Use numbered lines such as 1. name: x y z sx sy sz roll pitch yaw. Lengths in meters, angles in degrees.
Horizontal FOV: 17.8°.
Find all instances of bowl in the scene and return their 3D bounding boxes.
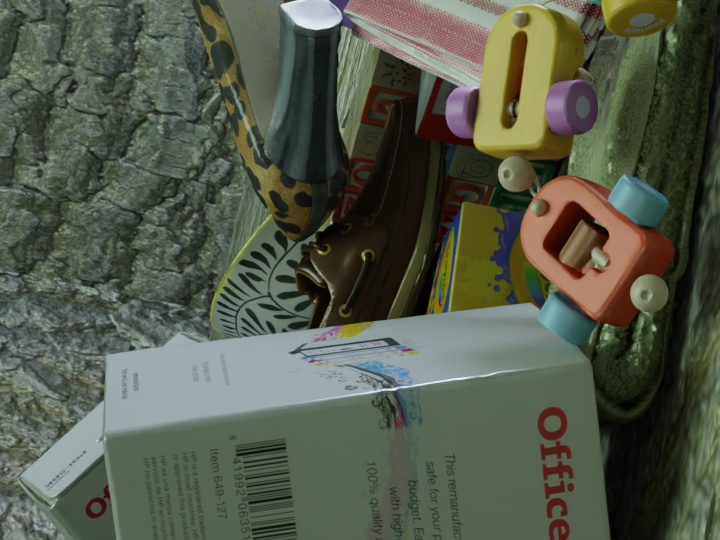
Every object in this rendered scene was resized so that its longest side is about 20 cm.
1. bowl: 0.008 0.002 1.487 0.201 0.094 0.201 -40 -16 -14

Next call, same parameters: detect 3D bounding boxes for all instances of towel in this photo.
1. towel: 0.116 -0.027 1.033 0.148 0.036 0.201 134 146 -79
2. towel: 0.085 -0.177 1.074 0.146 0.030 0.201 30 91 45

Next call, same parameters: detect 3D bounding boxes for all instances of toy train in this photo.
1. toy train: 0.116 -0.075 0.943 0.150 0.055 0.201 38 105 43

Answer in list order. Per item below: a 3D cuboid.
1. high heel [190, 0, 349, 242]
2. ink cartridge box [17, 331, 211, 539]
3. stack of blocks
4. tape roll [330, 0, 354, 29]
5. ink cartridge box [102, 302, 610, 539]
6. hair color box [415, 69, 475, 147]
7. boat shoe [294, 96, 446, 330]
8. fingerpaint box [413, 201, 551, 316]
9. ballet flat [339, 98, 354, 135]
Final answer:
1. high heel: -0.061 -0.114 1.219 0.200 0.071 0.143 -124 29 -47
2. ink cartridge box: -0.095 0.160 1.445 0.147 0.200 0.083 -41 21 -13
3. stack of blocks: 0.048 -0.065 1.314 0.201 0.114 0.059 108 171 -48
4. tape roll: 0.013 -0.238 1.303 0.200 0.065 0.201 21 -90 -85
5. ink cartridge box: -0.002 0.107 0.976 0.145 0.199 0.148 -121 24 -78
6. hair color box: 0.075 -0.175 1.198 0.111 0.064 0.201 109 168 -58
7. boat shoe: 0.000 0.000 1.210 0.072 0.067 0.201 132 152 -79
8. fingerpaint box: 0.055 0.090 1.183 0.167 0.073 0.201 118 161 -68
9. ballet flat: 0.046 -0.134 1.384 0.200 0.066 0.057 -53 -22 3
